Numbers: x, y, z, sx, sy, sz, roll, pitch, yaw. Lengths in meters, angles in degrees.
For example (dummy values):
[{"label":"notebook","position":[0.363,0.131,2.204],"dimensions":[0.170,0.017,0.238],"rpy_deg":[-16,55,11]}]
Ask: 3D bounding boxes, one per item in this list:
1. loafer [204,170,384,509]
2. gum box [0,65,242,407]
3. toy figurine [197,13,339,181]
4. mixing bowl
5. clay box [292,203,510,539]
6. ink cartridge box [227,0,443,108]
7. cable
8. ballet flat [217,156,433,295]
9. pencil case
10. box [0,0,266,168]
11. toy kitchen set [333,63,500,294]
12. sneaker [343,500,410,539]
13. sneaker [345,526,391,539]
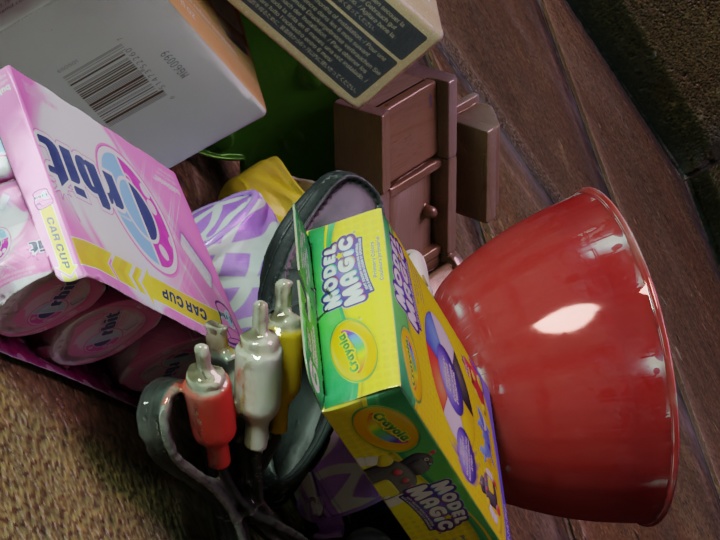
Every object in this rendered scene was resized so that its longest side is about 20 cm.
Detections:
[{"label":"loafer","position":[-0.025,0.035,1.381],"dimensions":[0.068,0.070,0.201],"rpy_deg":[29,65,-22]},{"label":"gum box","position":[-0.137,-0.012,1.251],"dimensions":[0.114,0.066,0.200],"rpy_deg":[66,13,22]},{"label":"toy figurine","position":[-0.084,-0.169,1.682],"dimensions":[0.184,0.150,0.200],"rpy_deg":[61,-3,43]},{"label":"mixing bowl","position":[0.099,0.060,1.494],"dimensions":[0.200,0.108,0.201],"rpy_deg":[169,-90,-79]},{"label":"clay box","position":[0.021,0.058,1.319],"dimensions":[0.200,0.047,0.115],"rpy_deg":[59,19,-49]},{"label":"ink cartridge box","position":[-0.040,-0.212,1.478],"dimensions":[0.165,0.075,0.200],"rpy_deg":[40,25,-31]},{"label":"cable","position":[-0.055,0.107,1.270],"dimensions":[0.097,0.050,0.201],"rpy_deg":[-35,126,-40]},{"label":"ballet flat","position":[0.000,0.000,1.603],"dimensions":[0.200,0.067,0.067],"rpy_deg":[39,-29,7]},{"label":"pencil case","position":[-0.046,0.053,1.460],"dimensions":[0.085,0.084,0.201],"rpy_deg":[-42,106,-39]},{"label":"box","position":[-0.149,-0.173,1.449],"dimensions":[0.152,0.106,0.201],"rpy_deg":[47,20,-48]},{"label":"toy kitchen set","position":[0.097,-0.026,1.673],"dimensions":[0.163,0.180,0.201],"rpy_deg":[-33,131,-45]},{"label":"sneaker","position":[0.008,0.107,1.552],"dimensions":[0.200,0.075,0.088],"rpy_deg":[56,15,-21]},{"label":"sneaker","position":[0.049,0.227,1.484],"dimensions":[0.201,0.075,0.087],"rpy_deg":[59,8,-14]}]
